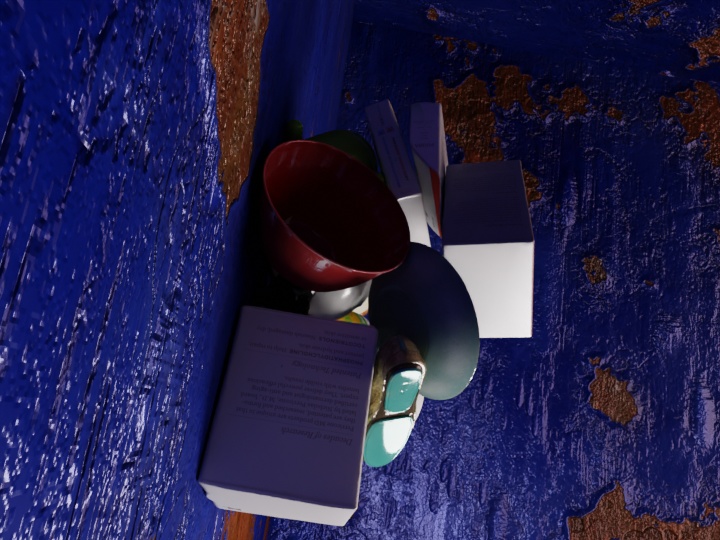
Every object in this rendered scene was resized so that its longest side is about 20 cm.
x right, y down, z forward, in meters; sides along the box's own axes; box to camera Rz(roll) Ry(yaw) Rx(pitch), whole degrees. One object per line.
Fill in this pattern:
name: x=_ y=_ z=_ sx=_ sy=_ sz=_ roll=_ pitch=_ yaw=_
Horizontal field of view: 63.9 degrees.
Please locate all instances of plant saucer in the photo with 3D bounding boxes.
plant saucer: x=0.061 y=0.067 z=0.715 sx=0.200 sy=0.038 sz=0.203 roll=22 pitch=-62 yaw=49

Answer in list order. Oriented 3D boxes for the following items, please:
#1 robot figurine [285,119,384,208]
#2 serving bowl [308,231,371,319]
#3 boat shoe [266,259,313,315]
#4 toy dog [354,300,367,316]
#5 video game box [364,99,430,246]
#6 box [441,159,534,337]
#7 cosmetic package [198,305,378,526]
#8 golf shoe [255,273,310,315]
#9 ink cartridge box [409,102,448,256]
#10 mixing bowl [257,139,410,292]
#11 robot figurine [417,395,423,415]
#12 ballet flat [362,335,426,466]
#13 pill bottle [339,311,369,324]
robot figurine: x=-0.047 y=-0.146 z=0.866 sx=0.200 sy=0.175 sz=0.116 roll=-40 pitch=158 yaw=-57
serving bowl: x=0.000 y=0.000 z=0.874 sx=0.201 sy=0.066 sz=0.200 roll=-54 pitch=179 yaw=-2
boat shoe: x=-0.125 y=0.053 z=0.922 sx=0.075 sy=0.092 sz=0.201 roll=-77 pitch=150 yaw=-50
toy dog: x=-0.051 y=0.053 z=1.280 sx=0.199 sy=0.193 sz=0.141 roll=-13 pitch=109 yaw=-51
video game box: x=0.062 y=-0.130 z=0.904 sx=0.200 sy=0.046 sz=0.184 roll=68 pitch=8 yaw=-59
box: x=0.168 y=-0.032 z=0.770 sx=0.201 sy=0.105 sz=0.153 roll=-77 pitch=161 yaw=-51
cosmetic package: x=-0.079 y=0.177 z=0.685 sx=0.168 sy=0.165 sz=0.202 roll=103 pitch=-4 yaw=-60
golf shoe: x=-0.124 y=0.077 z=0.840 sx=0.095 sy=0.077 sz=0.201 roll=-108 pitch=-149 yaw=-59
ink cartridge box: x=0.099 y=-0.108 z=0.817 sx=0.161 sy=0.050 sz=0.202 roll=69 pitch=24 yaw=-56
mixing bowl: x=-0.049 y=-0.050 z=0.707 sx=0.108 sy=0.199 sz=0.201 roll=-47 pitch=-154 yaw=40
robot figurine: x=-0.003 y=0.167 z=0.864 sx=0.125 sy=0.199 sz=0.152 roll=13 pitch=97 yaw=-67
ballet flat: x=0.035 y=0.158 z=0.706 sx=0.071 sy=0.070 sz=0.201 roll=-85 pitch=-176 yaw=-51
pill bottle: x=-0.045 y=0.126 z=1.100 sx=0.199 sy=0.110 sz=0.112 roll=24 pitch=68 yaw=-48
